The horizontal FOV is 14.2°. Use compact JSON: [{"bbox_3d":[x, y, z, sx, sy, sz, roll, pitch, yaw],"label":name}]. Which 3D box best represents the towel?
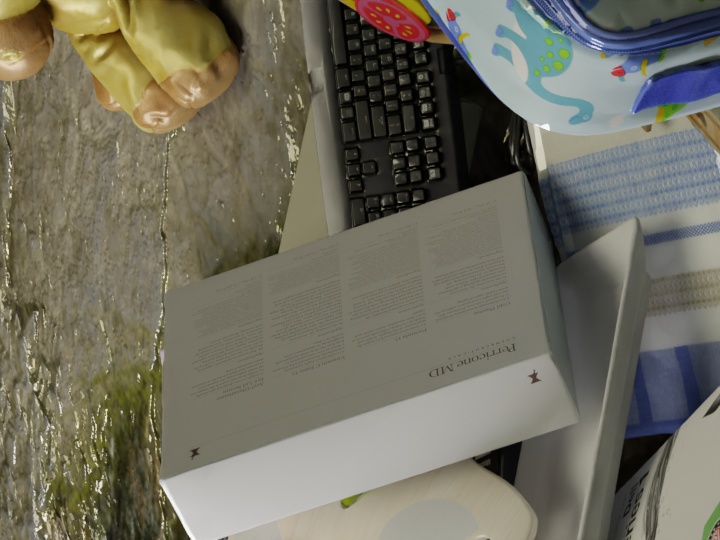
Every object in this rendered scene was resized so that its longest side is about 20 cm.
[{"bbox_3d":[0.143,-0.020,1.410,0.147,0.024,0.201,-14,89,57],"label":"towel"}]

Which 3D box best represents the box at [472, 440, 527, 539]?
[{"bbox_3d":[0.047,0.108,1.534,0.200,0.049,0.162,-34,48,57],"label":"box"}]

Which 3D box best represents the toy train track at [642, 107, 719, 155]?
[{"bbox_3d":[0.147,-0.098,1.308,0.200,0.032,0.115,-122,12,-51],"label":"toy train track"}]

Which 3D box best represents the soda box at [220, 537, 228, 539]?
[{"bbox_3d":[-0.056,0.125,1.691,0.201,0.070,0.063,91,158,-47],"label":"soda box"}]

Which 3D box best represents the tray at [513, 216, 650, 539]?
[{"bbox_3d":[0.104,0.082,1.383,0.107,0.022,0.201,145,139,-67],"label":"tray"}]

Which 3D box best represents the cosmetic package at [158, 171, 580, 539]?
[{"bbox_3d":[0.001,0.041,1.416,0.151,0.199,0.052,-92,-20,-56],"label":"cosmetic package"}]

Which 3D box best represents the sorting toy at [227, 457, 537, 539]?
[{"bbox_3d":[0.018,0.160,1.413,0.180,0.106,0.201,12,94,51],"label":"sorting toy"}]

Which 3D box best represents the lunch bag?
[{"bbox_3d":[0.124,-0.141,1.231,0.161,0.199,0.083,57,144,27],"label":"lunch bag"}]

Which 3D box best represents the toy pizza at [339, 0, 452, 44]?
[{"bbox_3d":[0.009,-0.166,1.393,0.199,0.032,0.200,25,156,12],"label":"toy pizza"}]

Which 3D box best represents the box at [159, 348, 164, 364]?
[{"bbox_3d":[-0.061,0.052,1.758,0.200,0.039,0.042,-15,87,59],"label":"box"}]

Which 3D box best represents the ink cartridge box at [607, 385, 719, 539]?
[{"bbox_3d":[0.169,0.136,1.292,0.200,0.084,0.147,-54,14,50],"label":"ink cartridge box"}]

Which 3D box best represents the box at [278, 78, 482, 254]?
[{"bbox_3d":[0.000,0.000,1.545,0.082,0.068,0.201,9,85,60],"label":"box"}]

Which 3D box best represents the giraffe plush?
[{"bbox_3d":[-0.186,-0.177,1.773,0.172,0.161,0.201,-26,77,59],"label":"giraffe plush"}]

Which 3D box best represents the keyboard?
[{"bbox_3d":[0.035,-0.106,1.490,0.021,0.126,0.201,31,-128,-82],"label":"keyboard"}]
